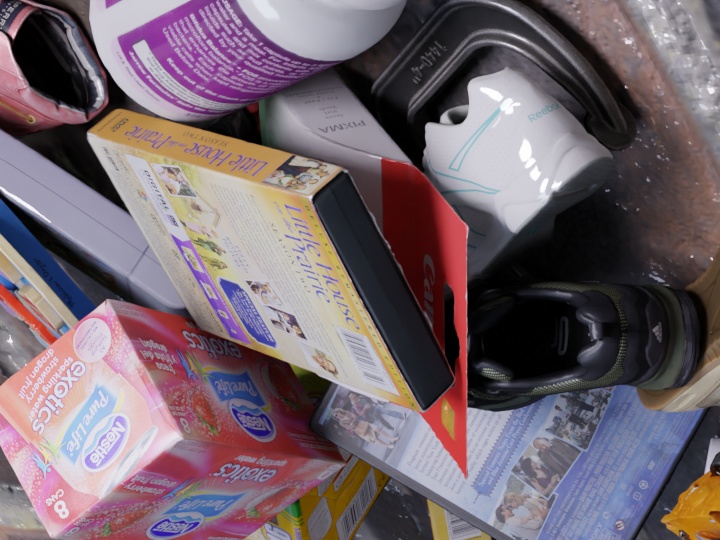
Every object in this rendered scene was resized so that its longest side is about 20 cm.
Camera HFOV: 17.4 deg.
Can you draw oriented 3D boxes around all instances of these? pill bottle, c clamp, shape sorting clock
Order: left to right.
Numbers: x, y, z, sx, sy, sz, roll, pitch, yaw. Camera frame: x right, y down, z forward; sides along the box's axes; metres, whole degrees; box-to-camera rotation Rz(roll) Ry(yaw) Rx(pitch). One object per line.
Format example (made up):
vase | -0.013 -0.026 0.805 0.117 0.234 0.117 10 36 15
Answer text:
shape sorting clock | -0.218 0.004 1.444 0.200 0.039 0.200 41 164 14
pill bottle | -0.044 -0.150 1.179 0.112 0.112 0.200 47 147 -17
c clamp | 0.086 -0.066 1.252 0.171 0.027 0.200 39 150 3

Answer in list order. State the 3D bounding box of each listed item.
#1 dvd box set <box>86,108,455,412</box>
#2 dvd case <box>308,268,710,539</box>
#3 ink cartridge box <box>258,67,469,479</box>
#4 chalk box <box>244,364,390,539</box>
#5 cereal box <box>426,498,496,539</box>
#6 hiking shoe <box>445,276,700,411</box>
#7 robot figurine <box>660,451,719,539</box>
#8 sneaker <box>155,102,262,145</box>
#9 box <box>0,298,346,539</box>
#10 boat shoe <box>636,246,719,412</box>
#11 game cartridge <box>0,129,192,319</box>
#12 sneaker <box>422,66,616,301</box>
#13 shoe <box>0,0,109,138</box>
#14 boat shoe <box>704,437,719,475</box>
dvd box set | -0.049 -0.008 1.232 0.200 0.029 0.146 17 143 49
dvd case | 0.086 0.079 1.354 0.200 0.143 0.018 30 -167 9
ink cartridge box | 0.000 0.000 1.264 0.200 0.050 0.161 -124 26 -53
chalk box | -0.090 0.099 1.539 0.200 0.124 0.124 21 146 21
cereal box | 0.081 0.187 1.482 0.039 0.144 0.200 -16 130 6
hiking shoe | 0.079 0.033 1.252 0.101 0.076 0.200 10 165 -43
robot figurine | 0.246 0.100 1.210 0.058 0.145 0.200 42 158 -17
sneaker | -0.075 -0.032 1.379 0.071 0.098 0.201 12 142 31
box | -0.109 0.094 1.346 0.095 0.103 0.200 59 -163 21
boat shoe | 0.215 0.021 1.207 0.065 0.072 0.200 7 151 -23
game cartridge | -0.181 -0.032 1.441 0.200 0.042 0.133 33 175 2
sneaker | 0.065 -0.043 1.226 0.080 0.070 0.200 55 151 9
shoe | -0.235 -0.158 1.399 0.091 0.072 0.200 -4 136 45
boat shoe | 0.236 0.171 1.380 0.066 0.070 0.200 4 136 16
